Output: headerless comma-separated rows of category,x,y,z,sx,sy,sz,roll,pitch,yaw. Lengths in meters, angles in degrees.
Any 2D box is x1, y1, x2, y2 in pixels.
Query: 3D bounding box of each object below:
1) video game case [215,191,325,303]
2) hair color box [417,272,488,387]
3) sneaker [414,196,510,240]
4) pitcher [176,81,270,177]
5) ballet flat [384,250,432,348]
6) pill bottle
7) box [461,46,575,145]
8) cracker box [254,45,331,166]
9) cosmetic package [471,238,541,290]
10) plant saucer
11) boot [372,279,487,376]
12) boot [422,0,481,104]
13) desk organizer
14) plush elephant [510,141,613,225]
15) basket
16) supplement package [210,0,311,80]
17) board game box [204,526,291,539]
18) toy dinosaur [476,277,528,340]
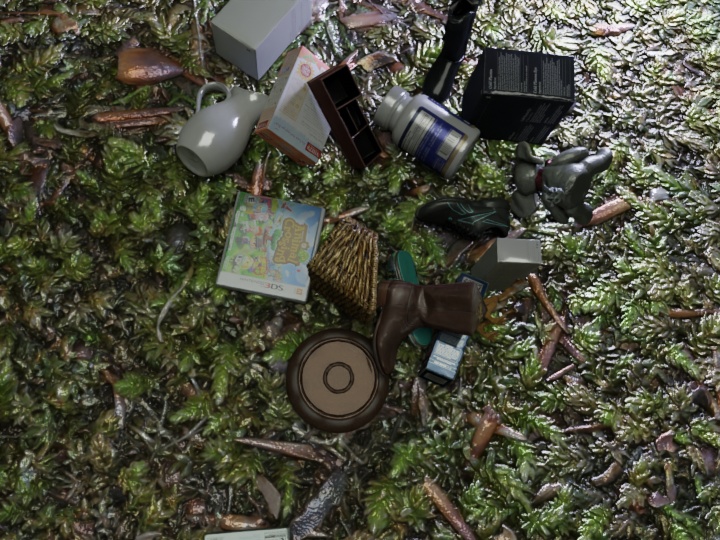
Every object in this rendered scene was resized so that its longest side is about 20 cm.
video game case,-0.176,-0.047,1.414,0.181,0.022,0.201,11,73,-2
hair color box,0.176,0.114,1.358,0.060,0.100,0.201,23,73,2
sneaker,0.210,-0.104,1.439,0.199,0.075,0.080,-1,76,-5
pitcher,-0.295,-0.294,1.436,0.171,0.121,0.200,27,62,19
ballet flat,0.090,0.062,1.386,0.074,0.074,0.201,-7,71,-7
pill bottle,0.133,-0.289,1.462,0.200,0.120,0.120,35,74,5
box,0.315,-0.352,1.454,0.181,0.200,0.105,4,75,-5
cracker box,-0.119,-0.333,1.451,0.134,0.058,0.201,32,68,-35
cosmetic package,0.272,-0.009,1.350,0.082,0.200,0.051,0,75,-5
plant saucer,-0.042,0.205,1.349,0.199,0.032,0.201,1,75,-5
boot,0.125,0.108,1.280,0.199,0.064,0.187,3,99,22
boot,0.188,-0.459,1.473,0.065,0.200,0.165,22,73,2
desk organizer,-0.021,-0.307,1.429,0.072,0.077,0.200,-33,110,-13
plush elephant,0.385,-0.183,1.450,0.200,0.165,0.155,-12,32,-40
basket,0.000,0.000,1.322,0.149,0.200,0.143,35,78,7
supplement package,-0.205,-0.529,1.503,0.117,0.117,0.200,35,73,5
board game box,-0.189,0.550,1.219,0.147,0.064,0.201,-2,73,-5
toy dinosaur,0.219,0.074,1.303,0.199,0.061,0.106,-16,44,-6
